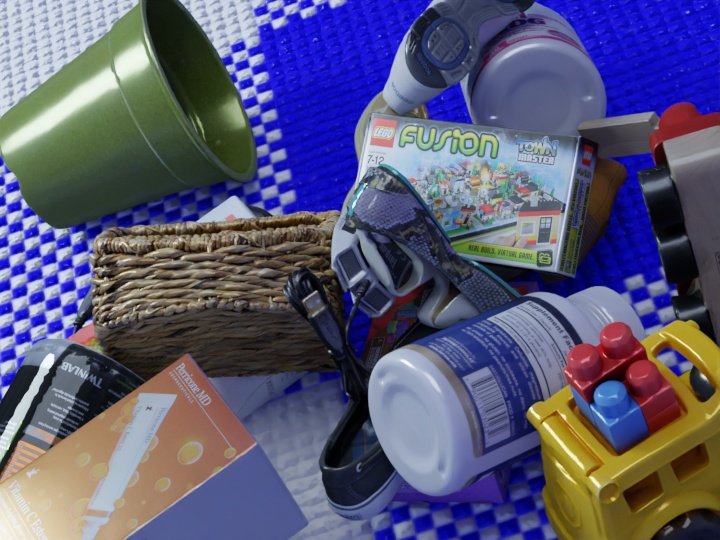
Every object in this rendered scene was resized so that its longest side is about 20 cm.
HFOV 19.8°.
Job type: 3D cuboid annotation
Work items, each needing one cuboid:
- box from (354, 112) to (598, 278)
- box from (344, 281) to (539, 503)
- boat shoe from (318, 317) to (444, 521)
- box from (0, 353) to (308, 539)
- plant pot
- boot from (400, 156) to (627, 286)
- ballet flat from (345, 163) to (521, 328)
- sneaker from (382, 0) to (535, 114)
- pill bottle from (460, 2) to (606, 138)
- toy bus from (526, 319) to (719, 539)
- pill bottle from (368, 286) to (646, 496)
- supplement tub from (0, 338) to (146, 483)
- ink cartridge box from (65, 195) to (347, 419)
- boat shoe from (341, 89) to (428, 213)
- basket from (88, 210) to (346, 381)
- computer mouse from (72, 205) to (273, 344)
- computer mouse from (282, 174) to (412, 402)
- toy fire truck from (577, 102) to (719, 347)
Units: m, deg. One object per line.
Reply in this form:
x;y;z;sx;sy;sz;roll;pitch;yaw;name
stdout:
0.087;-0.062;1.659;0.199;0.035;0.111;9;87;33;box
0.063;0.094;1.641;0.136;0.039;0.201;-2;46;20;box
0.028;0.099;1.579;0.068;0.057;0.200;8;51;30;boat shoe
-0.160;0.175;1.460;0.200;0.098;0.124;-35;41;-8;box
-0.225;-0.131;1.911;0.189;0.200;0.201;-27;40;15;plant pot
0.120;-0.039;1.745;0.200;0.071;0.144;-5;32;29;boot
0.056;0.003;1.581;0.072;0.200;0.072;-32;32;23;ballet flat
0.077;-0.204;1.709;0.200;0.075;0.087;-47;4;-38;sneaker
0.143;-0.167;1.783;0.113;0.114;0.200;-19;20;4;pill bottle
0.218;0.104;1.453;0.199;0.193;0.136;-30;41;-10;toy bus
0.114;0.081;1.529;0.199;0.112;0.111;-21;37;-31;pill bottle
-0.249;0.165;1.627;0.122;0.123;0.201;13;66;33;supplement tub
-0.135;0.051;1.726;0.200;0.050;0.162;-34;64;-17;ink cartridge box
0.035;-0.096;1.807;0.063;0.073;0.201;-41;27;39;boat shoe
-0.114;-0.006;1.650;0.199;0.143;0.150;-3;64;4;basket
-0.160;0.022;1.800;0.140;0.046;0.201;20;65;18;computer mouse
0.000;0.000;1.592;0.044;0.110;0.200;-20;28;34;computer mouse
0.254;-0.052;1.619;0.128;0.177;0.200;-16;30;8;toy fire truck
